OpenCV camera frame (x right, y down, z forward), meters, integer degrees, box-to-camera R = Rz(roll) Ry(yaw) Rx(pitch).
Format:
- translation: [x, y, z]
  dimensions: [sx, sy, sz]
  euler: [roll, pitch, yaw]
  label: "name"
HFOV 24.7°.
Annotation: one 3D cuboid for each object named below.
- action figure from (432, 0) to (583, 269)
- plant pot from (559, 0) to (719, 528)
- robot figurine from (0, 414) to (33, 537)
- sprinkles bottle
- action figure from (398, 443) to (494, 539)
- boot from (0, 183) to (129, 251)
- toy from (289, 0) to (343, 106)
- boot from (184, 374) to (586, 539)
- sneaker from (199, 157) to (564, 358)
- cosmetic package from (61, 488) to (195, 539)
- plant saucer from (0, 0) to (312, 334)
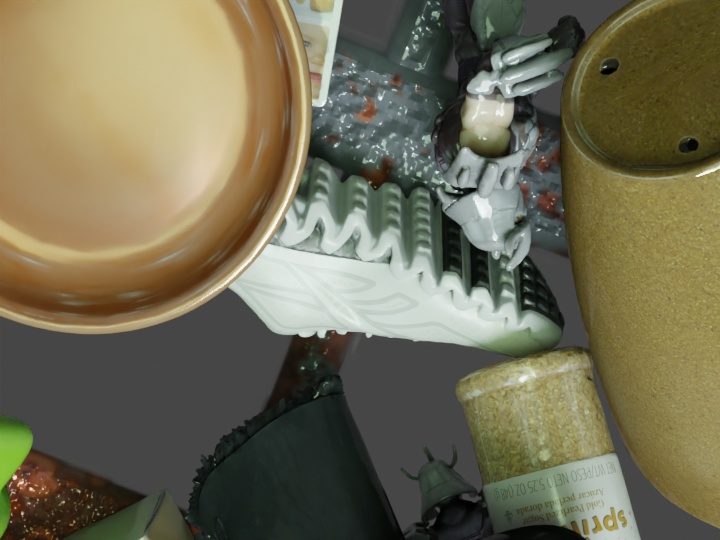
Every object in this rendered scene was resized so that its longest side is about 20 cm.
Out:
- translation: [0.058, -0.101, 0.715]
  dimensions: [0.069, 0.130, 0.202]
  euler: [-2, 82, -14]
  label: "action figure"
- translation: [0.157, -0.019, 0.665]
  dimensions: [0.186, 0.187, 0.200]
  euler: [-32, 136, 7]
  label: "plant pot"
- translation: [-0.247, 0.129, 0.779]
  dimensions: [0.200, 0.116, 0.176]
  euler: [-47, 70, 11]
  label: "robot figurine"
- translation: [0.099, 0.139, 0.747]
  dimensions: [0.068, 0.068, 0.201]
  euler: [-15, 80, 4]
  label: "sprinkles bottle"
- translation: [0.076, 0.176, 0.810]
  dimensions: [0.130, 0.069, 0.201]
  euler: [-30, 86, 13]
  label: "action figure"
- translation: [-0.136, -0.089, 0.748]
  dimensions: [0.199, 0.070, 0.147]
  euler: [-33, 87, 25]
  label: "boot"
- translation: [-0.056, -0.182, 0.749]
  dimensions: [0.114, 0.047, 0.202]
  euler: [10, 102, -1]
  label: "toy"
- translation: [0.007, 0.122, 0.743]
  dimensions: [0.198, 0.073, 0.163]
  euler: [-46, 56, 33]
  label: "boot"
- translation: [0.000, 0.000, 0.781]
  dimensions: [0.199, 0.075, 0.081]
  euler: [22, 120, -5]
  label: "sneaker"
- translation: [-0.097, 0.224, 0.818]
  dimensions: [0.105, 0.071, 0.201]
  euler: [-28, 100, 7]
  label: "cosmetic package"
- translation: [-0.118, -0.074, 0.701]
  dimensions: [0.198, 0.037, 0.202]
  euler: [1, 104, 3]
  label: "plant saucer"
